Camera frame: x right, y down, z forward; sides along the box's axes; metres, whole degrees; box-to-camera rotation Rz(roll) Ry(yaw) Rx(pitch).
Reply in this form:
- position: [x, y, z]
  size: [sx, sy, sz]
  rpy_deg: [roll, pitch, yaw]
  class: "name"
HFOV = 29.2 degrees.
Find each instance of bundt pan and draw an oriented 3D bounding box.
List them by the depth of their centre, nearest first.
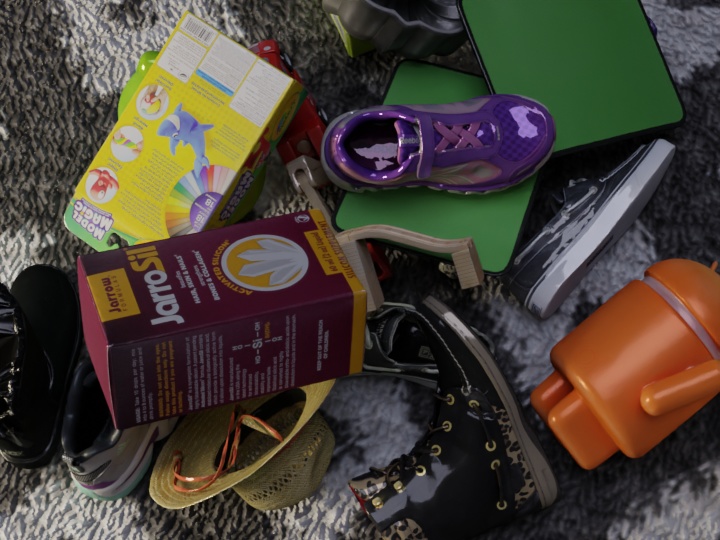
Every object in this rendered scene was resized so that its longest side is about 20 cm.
- position: [0.036, -0.274, 1.250]
  size: [0.199, 0.076, 0.204]
  rpy_deg: [13, 56, -20]
  class: "bundt pan"

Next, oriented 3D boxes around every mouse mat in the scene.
- position: [0.077, -0.093, 1.187]
  size: [0.159, 0.008, 0.202]
  rpy_deg: [16, 61, 11]
  class: "mouse mat"
- position: [0.188, -0.185, 1.216]
  size: [0.198, 0.008, 0.163]
  rpy_deg: [-15, 79, -28]
  class: "mouse mat"

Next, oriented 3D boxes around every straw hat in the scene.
- position: [-0.071, 0.146, 1.133]
  size: [0.201, 0.200, 0.085]
  rpy_deg: [-44, 112, -15]
  class: "straw hat"

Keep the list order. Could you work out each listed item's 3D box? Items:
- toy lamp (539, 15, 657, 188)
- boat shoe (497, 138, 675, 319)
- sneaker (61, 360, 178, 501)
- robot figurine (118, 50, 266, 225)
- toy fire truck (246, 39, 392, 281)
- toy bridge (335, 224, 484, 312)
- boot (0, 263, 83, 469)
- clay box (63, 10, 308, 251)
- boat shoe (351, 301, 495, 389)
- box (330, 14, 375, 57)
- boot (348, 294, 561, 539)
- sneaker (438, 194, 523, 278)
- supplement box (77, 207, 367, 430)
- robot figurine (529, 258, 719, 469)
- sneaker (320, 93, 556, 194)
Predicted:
- position: [0.204, -0.159, 1.277]
  size: [0.058, 0.058, 0.200]
  rpy_deg: [36, 75, 18]
  class: "toy lamp"
- position: [0.199, -0.050, 1.222]
  size: [0.068, 0.072, 0.200]
  rpy_deg: [39, 80, 17]
  class: "boat shoe"
- position: [-0.183, 0.085, 1.142]
  size: [0.077, 0.140, 0.202]
  rpy_deg: [19, 68, 13]
  class: "sneaker"
- position: [-0.150, -0.115, 1.227]
  size: [0.114, 0.177, 0.201]
  rpy_deg: [-6, 40, -19]
  class: "robot figurine"
- position: [-0.044, -0.090, 1.210]
  size: [0.048, 0.201, 0.142]
  rpy_deg: [-26, 36, 12]
  class: "toy fire truck"
- position: [0.000, 0.000, 1.140]
  size: [0.197, 0.027, 0.068]
  rpy_deg: [-13, 104, 22]
  class: "toy bridge"
- position: [-0.286, 0.059, 1.149]
  size: [0.072, 0.163, 0.201]
  rpy_deg: [0, 65, 2]
  class: "boot"
- position: [-0.143, -0.092, 1.116]
  size: [0.114, 0.048, 0.201]
  rpy_deg: [33, 93, 15]
  class: "clay box"
- position: [0.020, 0.056, 1.184]
  size: [0.197, 0.064, 0.072]
  rpy_deg: [9, 66, 8]
  class: "boat shoe"
- position: [0.056, -0.302, 1.355]
  size: [0.198, 0.048, 0.123]
  rpy_deg: [-23, 66, -6]
  class: "box"
- position: [0.057, 0.138, 1.108]
  size: [0.150, 0.073, 0.202]
  rpy_deg: [-32, 105, -6]
  class: "boot"
- position: [0.063, -0.075, 1.241]
  size: [0.088, 0.077, 0.201]
  rpy_deg: [-41, 52, 17]
  class: "sneaker"
- position: [-0.106, 0.034, 1.050]
  size: [0.197, 0.087, 0.111]
  rpy_deg: [-12, 42, -18]
  class: "supplement box"
- position: [0.236, 0.072, 1.123]
  size: [0.199, 0.144, 0.117]
  rpy_deg: [-40, 75, -1]
  class: "robot figurine"
- position: [0.060, -0.103, 1.121]
  size: [0.197, 0.088, 0.082]
  rpy_deg: [-4, 87, 7]
  class: "sneaker"
